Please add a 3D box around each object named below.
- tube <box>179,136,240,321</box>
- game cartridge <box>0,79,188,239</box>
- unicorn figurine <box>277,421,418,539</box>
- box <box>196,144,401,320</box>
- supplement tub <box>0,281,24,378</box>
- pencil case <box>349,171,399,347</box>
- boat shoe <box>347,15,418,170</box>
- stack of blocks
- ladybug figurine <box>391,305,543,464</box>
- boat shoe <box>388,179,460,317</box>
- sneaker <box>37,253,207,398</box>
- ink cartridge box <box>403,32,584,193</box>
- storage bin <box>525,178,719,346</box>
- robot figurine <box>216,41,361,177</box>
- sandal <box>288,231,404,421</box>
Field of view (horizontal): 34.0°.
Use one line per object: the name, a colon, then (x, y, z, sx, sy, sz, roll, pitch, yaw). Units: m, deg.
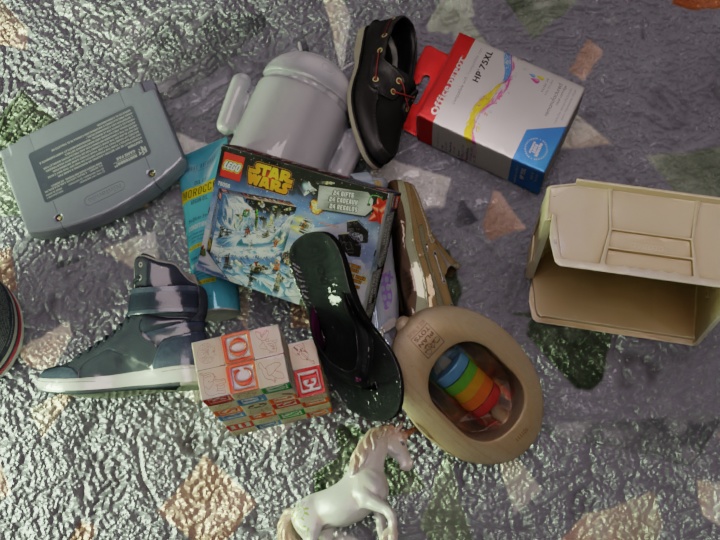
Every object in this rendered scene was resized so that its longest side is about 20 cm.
tube: (-0.169, -0.045, 1.322, 0.077, 0.050, 0.203, -16, 70, 23)
game cartridge: (-0.303, -0.121, 1.348, 0.198, 0.042, 0.135, -25, 77, 0)
unicorn figurine: (-0.003, 0.244, 1.215, 0.198, 0.074, 0.139, -23, 63, 2)
box: (-0.066, -0.040, 1.219, 0.198, 0.040, 0.139, 18, 101, 21)
supplement tub: (-0.444, 0.045, 1.227, 0.138, 0.200, 0.142, 0, 73, 2)
pencil case: (0.000, 0.000, 1.263, 0.082, 0.091, 0.203, -6, 85, -4)
boat shoe: (0.029, -0.204, 1.319, 0.062, 0.074, 0.204, -16, 51, 28)
stack of blocks: (-0.094, 0.111, 1.194, 0.113, 0.200, 0.059, -13, 73, -1)
ladybug figurine: (0.105, 0.114, 1.224, 0.136, 0.072, 0.200, -44, 107, -5)
boat shoe: (0.073, -0.003, 1.298, 0.075, 0.072, 0.203, -7, 81, -14)
sneaker: (-0.254, 0.061, 1.263, 0.199, 0.077, 0.148, -7, 80, 13)
ink cartridge box: (0.140, -0.187, 1.341, 0.198, 0.067, 0.117, 25, 76, 10)
storage bin: (0.276, -0.005, 1.214, 0.195, 0.200, 0.095, 8, 73, 4)
robot figurine: (-0.077, -0.160, 1.317, 0.168, 0.113, 0.202, 25, 76, -3)
sandal: (-0.023, 0.059, 1.160, 0.075, 0.048, 0.202, -28, 84, 22)
